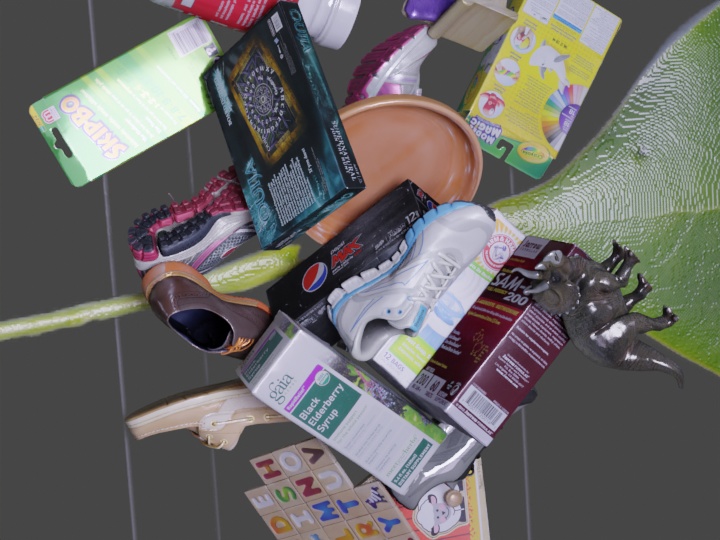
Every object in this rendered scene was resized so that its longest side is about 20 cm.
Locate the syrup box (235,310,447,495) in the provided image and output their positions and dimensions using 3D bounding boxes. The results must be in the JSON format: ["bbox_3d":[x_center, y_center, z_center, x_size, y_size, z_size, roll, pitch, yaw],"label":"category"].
[{"bbox_3d":[-0.020,0.132,1.306,0.200,0.081,0.079,37,89,-22],"label":"syrup box"}]

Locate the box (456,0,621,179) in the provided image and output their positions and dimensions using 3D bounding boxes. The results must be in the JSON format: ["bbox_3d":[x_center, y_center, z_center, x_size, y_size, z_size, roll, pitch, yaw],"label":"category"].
[{"bbox_3d":[0.190,-0.211,1.430,0.117,0.048,0.200,28,85,-17],"label":"box"}]

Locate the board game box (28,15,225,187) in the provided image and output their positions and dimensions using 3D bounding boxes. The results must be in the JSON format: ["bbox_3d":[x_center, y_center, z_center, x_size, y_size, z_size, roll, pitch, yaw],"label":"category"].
[{"bbox_3d":[-0.225,-0.172,1.325,0.200,0.030,0.096,-32,102,-14],"label":"board game box"}]

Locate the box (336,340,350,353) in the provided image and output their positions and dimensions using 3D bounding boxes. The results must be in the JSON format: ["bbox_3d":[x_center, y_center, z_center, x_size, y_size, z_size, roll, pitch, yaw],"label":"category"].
[{"bbox_3d":[0.079,0.023,1.424,0.137,0.038,0.200,27,87,-17],"label":"box"}]

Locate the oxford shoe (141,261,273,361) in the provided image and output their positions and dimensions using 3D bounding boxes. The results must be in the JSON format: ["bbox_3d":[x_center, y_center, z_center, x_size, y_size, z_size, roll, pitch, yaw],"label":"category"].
[{"bbox_3d":[-0.136,0.064,1.321,0.071,0.073,0.200,-45,133,17],"label":"oxford shoe"}]

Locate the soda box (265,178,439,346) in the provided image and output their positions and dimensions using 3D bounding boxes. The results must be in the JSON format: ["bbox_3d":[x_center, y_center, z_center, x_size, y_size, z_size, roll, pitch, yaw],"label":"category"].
[{"bbox_3d":[0.000,0.000,1.332,0.200,0.071,0.063,-37,132,19],"label":"soda box"}]

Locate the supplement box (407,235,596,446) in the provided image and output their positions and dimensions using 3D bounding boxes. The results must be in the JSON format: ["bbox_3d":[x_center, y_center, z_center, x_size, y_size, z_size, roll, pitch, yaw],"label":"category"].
[{"bbox_3d":[0.142,0.063,1.263,0.061,0.109,0.200,41,83,-17],"label":"supplement box"}]

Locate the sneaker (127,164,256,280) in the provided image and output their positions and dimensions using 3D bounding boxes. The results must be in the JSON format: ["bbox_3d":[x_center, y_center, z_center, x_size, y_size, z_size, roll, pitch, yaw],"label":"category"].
[{"bbox_3d":[-0.143,-0.048,1.342,0.200,0.081,0.075,-26,136,-19],"label":"sneaker"}]

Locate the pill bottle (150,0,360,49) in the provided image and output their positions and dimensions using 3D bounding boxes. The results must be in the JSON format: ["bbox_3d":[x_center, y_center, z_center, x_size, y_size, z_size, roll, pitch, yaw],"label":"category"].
[{"bbox_3d":[-0.103,-0.291,1.304,0.200,0.112,0.112,16,91,-16],"label":"pill bottle"}]

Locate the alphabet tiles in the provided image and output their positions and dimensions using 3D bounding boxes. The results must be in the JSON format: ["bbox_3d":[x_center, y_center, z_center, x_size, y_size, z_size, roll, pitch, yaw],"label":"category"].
[{"bbox_3d":[-0.027,0.264,1.370,0.200,0.167,0.008,57,37,-13],"label":"alphabet tiles"}]

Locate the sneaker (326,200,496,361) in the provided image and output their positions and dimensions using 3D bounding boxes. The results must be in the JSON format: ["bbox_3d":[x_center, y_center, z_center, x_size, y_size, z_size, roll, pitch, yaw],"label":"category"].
[{"bbox_3d":[0.058,0.017,1.255,0.200,0.087,0.075,-42,130,21],"label":"sneaker"}]

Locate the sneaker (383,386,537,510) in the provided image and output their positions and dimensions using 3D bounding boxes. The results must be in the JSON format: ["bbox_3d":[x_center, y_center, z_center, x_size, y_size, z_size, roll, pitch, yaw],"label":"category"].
[{"bbox_3d":[0.108,0.185,1.425,0.200,0.074,0.079,-32,95,-8],"label":"sneaker"}]

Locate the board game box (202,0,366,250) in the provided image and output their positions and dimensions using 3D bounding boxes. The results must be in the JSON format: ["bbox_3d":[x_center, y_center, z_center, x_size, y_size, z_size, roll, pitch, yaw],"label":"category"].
[{"bbox_3d":[-0.077,-0.136,1.257,0.028,0.135,0.200,-3,68,-45],"label":"board game box"}]

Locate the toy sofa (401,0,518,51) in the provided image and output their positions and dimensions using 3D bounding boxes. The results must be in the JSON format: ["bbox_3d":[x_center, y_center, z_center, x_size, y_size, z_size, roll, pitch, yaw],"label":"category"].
[{"bbox_3d":[0.116,-0.336,1.345,0.098,0.083,0.200,19,68,-18],"label":"toy sofa"}]

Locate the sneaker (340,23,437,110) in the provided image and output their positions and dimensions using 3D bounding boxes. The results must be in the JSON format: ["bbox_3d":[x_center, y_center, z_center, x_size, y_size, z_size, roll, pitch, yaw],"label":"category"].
[{"bbox_3d":[0.026,-0.165,1.376,0.088,0.081,0.200,32,92,-20],"label":"sneaker"}]

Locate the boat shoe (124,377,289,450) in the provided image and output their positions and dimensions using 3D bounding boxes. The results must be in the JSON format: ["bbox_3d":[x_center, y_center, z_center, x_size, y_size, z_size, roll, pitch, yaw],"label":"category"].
[{"bbox_3d":[-0.140,0.152,1.355,0.200,0.074,0.069,-13,93,-15],"label":"boat shoe"}]

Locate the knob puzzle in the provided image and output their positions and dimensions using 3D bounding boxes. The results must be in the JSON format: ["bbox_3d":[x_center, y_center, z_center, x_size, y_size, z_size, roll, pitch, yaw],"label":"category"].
[{"bbox_3d":[0.051,0.305,1.446,0.219,0.030,0.220,-2,96,-16],"label":"knob puzzle"}]

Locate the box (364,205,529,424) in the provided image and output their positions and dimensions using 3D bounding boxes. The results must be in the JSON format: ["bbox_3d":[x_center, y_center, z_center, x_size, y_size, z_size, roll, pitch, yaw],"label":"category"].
[{"bbox_3d":[0.098,0.040,1.357,0.112,0.101,0.200,42,83,-17],"label":"box"}]

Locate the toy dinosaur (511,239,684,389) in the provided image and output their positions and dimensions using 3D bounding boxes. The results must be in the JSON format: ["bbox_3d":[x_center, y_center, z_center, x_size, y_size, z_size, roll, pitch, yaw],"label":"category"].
[{"bbox_3d":[0.223,0.038,1.201,0.102,0.077,0.200,-37,113,2],"label":"toy dinosaur"}]

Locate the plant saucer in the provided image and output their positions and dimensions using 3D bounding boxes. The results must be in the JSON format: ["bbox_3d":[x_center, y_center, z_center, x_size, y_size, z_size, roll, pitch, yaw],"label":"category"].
[{"bbox_3d":[0.022,-0.099,1.319,0.200,0.037,0.200,-8,134,-8],"label":"plant saucer"}]
